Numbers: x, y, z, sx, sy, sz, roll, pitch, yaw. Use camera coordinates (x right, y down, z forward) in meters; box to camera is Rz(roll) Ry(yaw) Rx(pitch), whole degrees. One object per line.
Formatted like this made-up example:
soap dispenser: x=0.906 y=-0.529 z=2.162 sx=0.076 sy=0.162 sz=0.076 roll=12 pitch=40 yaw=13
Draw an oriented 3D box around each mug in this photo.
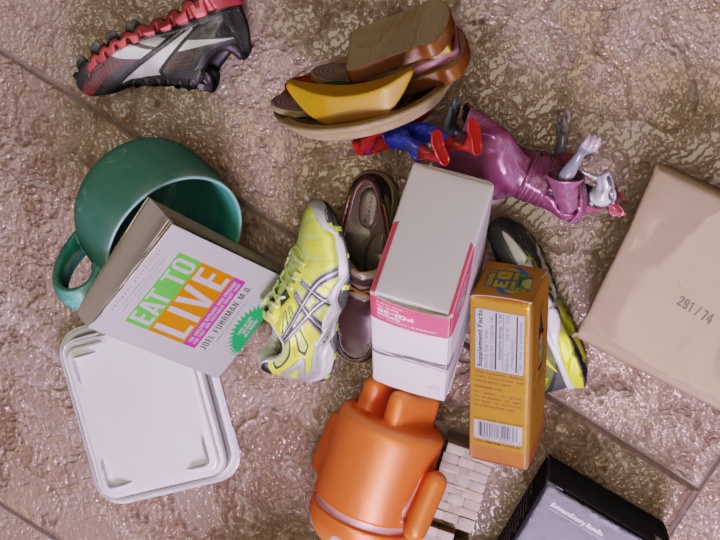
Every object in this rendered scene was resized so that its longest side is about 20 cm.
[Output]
mug: x=-0.224 y=-0.054 z=1.436 sx=0.114 sy=0.183 sz=0.154 roll=44 pitch=132 yaw=41

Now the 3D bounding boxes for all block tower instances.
block tower: x=0.092 y=0.266 z=1.502 sx=0.057 sy=0.054 sz=0.203 roll=17 pitch=100 yaw=4

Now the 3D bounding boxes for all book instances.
book: x=-0.173 y=0.024 z=1.424 sx=0.134 sy=0.199 sz=0.048 roll=-53 pitch=53 yaw=8

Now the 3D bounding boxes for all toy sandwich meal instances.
toy sandwich meal: x=0.006 y=-0.194 z=1.375 sx=0.202 sy=0.206 sz=0.071 roll=-11 pitch=119 yaw=9

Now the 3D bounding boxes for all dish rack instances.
dish rack: x=-0.231 y=0.147 z=1.534 sx=0.169 sy=0.044 sz=0.203 roll=-14 pitch=96 yaw=10

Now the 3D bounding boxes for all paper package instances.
paper package: x=0.339 y=0.022 z=1.387 sx=0.198 sy=0.103 sz=0.193 roll=27 pitch=100 yaw=17

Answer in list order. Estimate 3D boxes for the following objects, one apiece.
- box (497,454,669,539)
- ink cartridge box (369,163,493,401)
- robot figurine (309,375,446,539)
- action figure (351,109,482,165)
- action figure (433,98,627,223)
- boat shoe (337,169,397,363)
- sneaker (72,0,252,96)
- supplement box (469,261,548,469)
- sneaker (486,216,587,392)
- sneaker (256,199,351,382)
box: x=0.206 y=0.319 z=1.469 sx=0.147 sy=0.104 sz=0.202 roll=31 pitch=101 yaw=2
ink cartridge box: x=0.066 y=0.016 z=1.372 sx=0.082 sy=0.201 sz=0.148 roll=15 pitch=64 yaw=8
robot figurine: x=0.016 y=0.211 z=1.472 sx=0.142 sy=0.117 sz=0.202 roll=19 pitch=101 yaw=5
action figure: x=0.042 y=-0.134 z=1.391 sx=0.065 sy=0.199 sz=0.052 roll=-24 pitch=106 yaw=-24
action figure: x=0.165 y=-0.088 z=1.398 sx=0.198 sy=0.134 sz=0.150 roll=26 pitch=102 yaw=6
boat shoe: x=0.000 y=0.000 z=1.464 sx=0.071 sy=0.072 sz=0.203 roll=10 pitch=100 yaw=6
sneaker: x=-0.196 y=-0.214 z=1.459 sx=0.198 sy=0.071 sz=0.099 roll=-25 pitch=93 yaw=9
supplement box: x=0.144 y=0.093 z=1.400 sx=0.068 sy=0.067 sz=0.202 roll=11 pitch=124 yaw=17
sneaker: x=0.161 y=0.044 z=1.437 sx=0.084 sy=0.075 sz=0.202 roll=-21 pitch=108 yaw=16
sneaker: x=-0.059 y=0.026 z=1.446 sx=0.075 sy=0.075 sz=0.203 roll=-2 pitch=115 yaw=-20
